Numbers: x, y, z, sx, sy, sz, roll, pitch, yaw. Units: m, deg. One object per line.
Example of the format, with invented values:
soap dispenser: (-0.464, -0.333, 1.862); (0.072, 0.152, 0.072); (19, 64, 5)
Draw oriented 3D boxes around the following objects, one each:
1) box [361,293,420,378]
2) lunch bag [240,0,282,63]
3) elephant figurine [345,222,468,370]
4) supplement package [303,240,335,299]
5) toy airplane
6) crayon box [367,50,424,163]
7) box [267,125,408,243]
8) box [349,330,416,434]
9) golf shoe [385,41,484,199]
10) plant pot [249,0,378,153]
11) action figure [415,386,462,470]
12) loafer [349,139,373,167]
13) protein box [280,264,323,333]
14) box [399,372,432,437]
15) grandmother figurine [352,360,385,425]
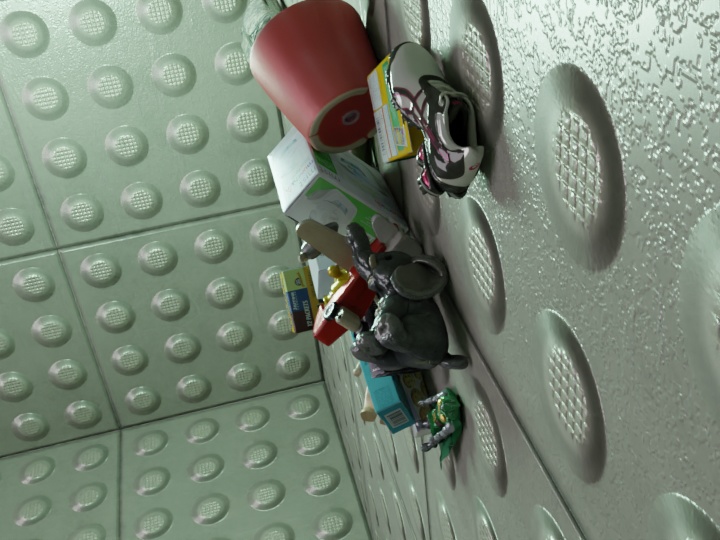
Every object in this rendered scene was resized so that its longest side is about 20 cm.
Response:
box: (0.042, 0.082, 1.463); (0.143, 0.036, 0.202); (6, -115, -58)
lunch bag: (-0.275, -0.710, 2.506); (0.201, 0.138, 0.169); (-113, 29, -51)
elephant figurine: (0.062, 0.032, 1.209); (0.141, 0.155, 0.202); (-18, 52, 42)
supplement package: (-0.032, -0.077, 1.613); (0.152, 0.149, 0.202); (99, 158, -68)
toy airplane: (0.000, 0.000, 1.334); (0.141, 0.198, 0.202); (-157, 55, -66)
crayon box: (0.059, -0.213, 1.118); (0.200, 0.051, 0.127); (-155, 53, -81)
box: (-0.041, -0.126, 1.409); (0.199, 0.097, 0.177); (30, -157, -32)
box: (0.038, 0.184, 1.512); (0.082, 0.049, 0.201); (57, -170, -46)
golf shoe: (0.090, -0.180, 0.939); (0.088, 0.077, 0.202); (-49, 53, 55)
plant pot: (-0.051, -0.297, 1.343); (0.201, 0.199, 0.178); (91, 154, -59)
action figure: (0.125, 0.234, 1.338); (0.200, 0.054, 0.119); (104, 156, -64)
loafer: (-0.020, -0.254, 1.538); (0.071, 0.072, 0.202); (164, 94, -83)
protein box: (-0.065, 0.049, 1.865); (0.199, 0.198, 0.136); (160, 97, -82)
box: (0.093, 0.202, 1.551); (0.039, 0.041, 0.201); (93, 164, -62)
grandmother figurine: (0.048, 0.188, 1.605); (0.061, 0.120, 0.201); (129, 153, -51)
